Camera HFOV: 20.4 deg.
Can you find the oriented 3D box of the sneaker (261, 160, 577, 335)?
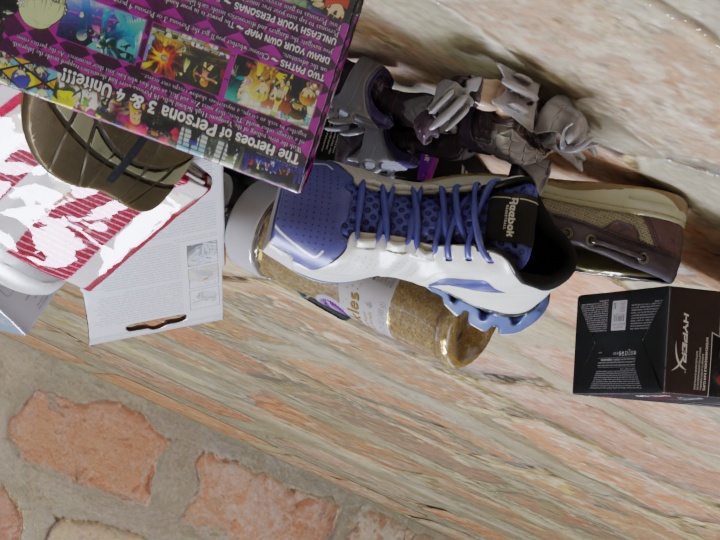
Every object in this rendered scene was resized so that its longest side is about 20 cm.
[{"bbox_3d":[0.050,-0.029,1.217,0.198,0.081,0.115,18,156,-18],"label":"sneaker"}]

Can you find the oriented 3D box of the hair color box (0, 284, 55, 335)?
[{"bbox_3d":[-0.287,-0.054,1.420,0.060,0.099,0.200,8,147,46],"label":"hair color box"}]

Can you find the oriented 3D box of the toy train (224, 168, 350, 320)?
[{"bbox_3d":[-0.069,-0.035,1.590,0.200,0.085,0.114,33,-174,-41],"label":"toy train"}]

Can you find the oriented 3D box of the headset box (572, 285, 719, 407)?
[{"bbox_3d":[0.270,0.059,1.409,0.199,0.076,0.149,6,175,-19],"label":"headset box"}]

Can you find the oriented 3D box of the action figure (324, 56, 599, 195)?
[{"bbox_3d":[0.061,-0.086,1.244,0.199,0.070,0.130,6,153,38],"label":"action figure"}]

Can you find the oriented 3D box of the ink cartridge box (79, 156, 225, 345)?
[{"bbox_3d":[-0.152,-0.032,1.420,0.108,0.051,0.201,-11,144,-11],"label":"ink cartridge box"}]

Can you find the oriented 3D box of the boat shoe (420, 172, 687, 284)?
[{"bbox_3d":[0.116,-0.023,1.326,0.198,0.065,0.072,3,162,3],"label":"boat shoe"}]

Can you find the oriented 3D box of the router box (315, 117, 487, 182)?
[{"bbox_3d":[0.020,-0.062,1.452,0.148,0.051,0.200,14,167,23],"label":"router box"}]

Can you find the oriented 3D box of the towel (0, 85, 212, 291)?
[{"bbox_3d":[-0.213,-0.064,1.302,0.199,0.023,0.144,31,127,-33],"label":"towel"}]

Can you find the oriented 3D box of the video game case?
[{"bbox_3d":[-0.093,-0.154,0.966,0.199,0.182,0.036,20,-155,2],"label":"video game case"}]

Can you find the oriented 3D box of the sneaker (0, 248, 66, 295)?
[{"bbox_3d":[-0.241,-0.062,1.358,0.080,0.071,0.201,1,131,33],"label":"sneaker"}]

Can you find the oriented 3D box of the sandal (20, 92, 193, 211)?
[{"bbox_3d":[-0.157,-0.090,1.198,0.054,0.080,0.200,40,180,20],"label":"sandal"}]

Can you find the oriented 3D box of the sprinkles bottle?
[{"bbox_3d":[0.000,0.000,1.383,0.199,0.069,0.068,25,172,31],"label":"sprinkles bottle"}]
